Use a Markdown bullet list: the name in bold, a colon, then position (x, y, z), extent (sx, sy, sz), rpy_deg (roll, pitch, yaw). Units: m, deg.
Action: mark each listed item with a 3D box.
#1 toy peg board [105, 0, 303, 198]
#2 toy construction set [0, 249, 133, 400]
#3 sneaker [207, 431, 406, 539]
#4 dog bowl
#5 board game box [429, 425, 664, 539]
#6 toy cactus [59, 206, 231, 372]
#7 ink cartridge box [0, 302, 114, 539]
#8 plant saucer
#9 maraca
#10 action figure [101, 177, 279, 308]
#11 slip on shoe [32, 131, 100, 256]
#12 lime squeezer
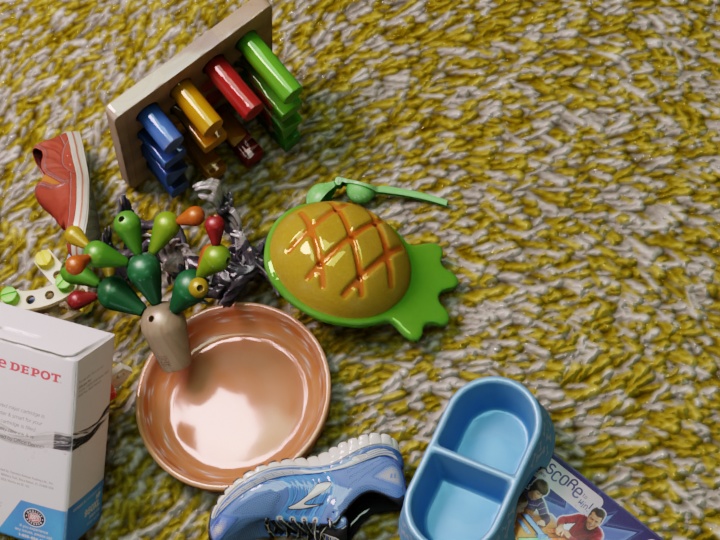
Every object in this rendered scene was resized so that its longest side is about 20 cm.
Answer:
- **toy peg board**: position (-0.149, -0.154, 1.691), extent (0.199, 0.200, 0.098), rpy_deg (-38, 78, -13)
- **toy construction set**: position (-0.303, 0.075, 1.657), extent (0.130, 0.092, 0.200), rpy_deg (-29, 51, -6)
- **sneaker**: position (-0.048, 0.225, 1.537), extent (0.198, 0.079, 0.090), rpy_deg (-20, 59, -1)
- **dog bowl**: position (0.106, 0.186, 1.506), extent (0.111, 0.050, 0.201), rpy_deg (20, 66, 19)
- **board game box**: position (0.181, 0.256, 1.504), extent (0.200, 0.035, 0.135), rpy_deg (38, 74, 24)
- **toy cactus**: position (-0.203, 0.023, 1.583), extent (0.198, 0.166, 0.102), rpy_deg (-10, 21, 19)
- **ink cartridge box**: position (-0.320, 0.146, 1.558), extent (0.143, 0.084, 0.202), rpy_deg (14, 110, 16)
- **plant saucer**: position (-0.124, 0.129, 1.623), extent (0.198, 0.038, 0.202), rpy_deg (-5, 62, 8)
- **maraca**: position (0.000, 0.000, 1.634), extent (0.198, 0.107, 0.138), rpy_deg (19, 61, -4)
- **action figure**: position (-0.171, -0.025, 1.667), extent (0.198, 0.103, 0.119), rpy_deg (8, 44, 20)
- **slip on shoe**: position (-0.311, -0.074, 1.722), extent (0.061, 0.075, 0.201), rpy_deg (-12, 43, -8)
- **lime squeezer**: position (-0.012, -0.067, 1.705), extent (0.198, 0.038, 0.071), rpy_deg (-20, 61, -2)
